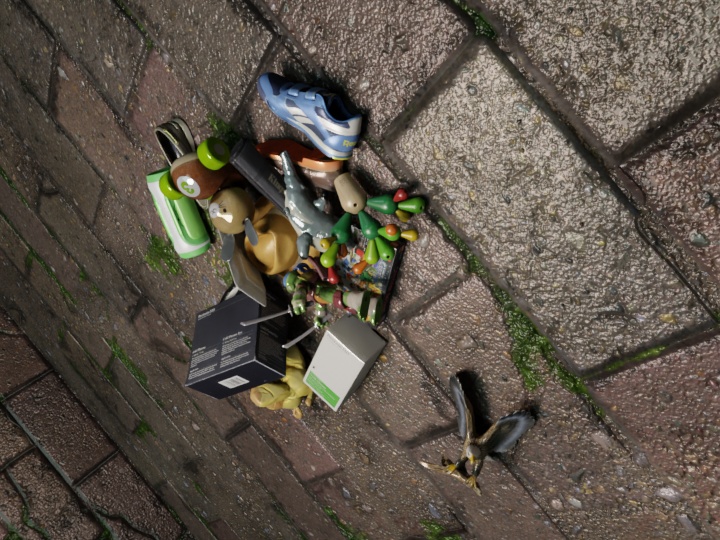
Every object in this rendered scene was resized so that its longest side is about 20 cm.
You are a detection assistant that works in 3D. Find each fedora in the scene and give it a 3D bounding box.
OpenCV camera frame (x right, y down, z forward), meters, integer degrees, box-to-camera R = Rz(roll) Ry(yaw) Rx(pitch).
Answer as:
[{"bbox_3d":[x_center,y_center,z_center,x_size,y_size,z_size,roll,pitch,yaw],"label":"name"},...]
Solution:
[{"bbox_3d":[-0.174,-0.054,1.045,0.200,0.082,0.202,19,128,27],"label":"fedora"}]

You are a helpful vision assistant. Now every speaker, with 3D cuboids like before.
[{"bbox_3d":[-0.414,-0.133,1.184,0.088,0.088,0.201,2,118,37],"label":"speaker"}]

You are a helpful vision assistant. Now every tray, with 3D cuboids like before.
[{"bbox_3d":[-0.243,-0.025,1.069,0.201,0.022,0.107,64,-172,33],"label":"tray"}]

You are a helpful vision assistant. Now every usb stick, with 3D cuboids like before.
[{"bbox_3d":[-0.153,-0.149,0.916,0.032,0.056,0.200,-8,141,36],"label":"usb stick"}]

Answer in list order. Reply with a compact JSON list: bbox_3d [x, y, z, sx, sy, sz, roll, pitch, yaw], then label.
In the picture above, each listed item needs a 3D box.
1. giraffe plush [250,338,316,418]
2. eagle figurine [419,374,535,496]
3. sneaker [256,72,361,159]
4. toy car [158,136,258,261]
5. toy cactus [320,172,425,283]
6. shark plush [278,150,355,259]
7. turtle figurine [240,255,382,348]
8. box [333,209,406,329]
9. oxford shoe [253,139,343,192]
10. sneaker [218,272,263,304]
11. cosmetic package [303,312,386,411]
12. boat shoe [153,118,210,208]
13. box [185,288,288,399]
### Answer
[{"bbox_3d":[-0.185,0.274,1.244,0.199,0.173,0.162,11,144,-9],"label":"giraffe plush"},{"bbox_3d":[0.219,0.307,0.961,0.151,0.151,0.201,14,99,-17],"label":"eagle figurine"},{"bbox_3d":[-0.078,-0.269,0.842,0.200,0.074,0.082,37,133,3],"label":"sneaker"},{"bbox_3d":[-0.265,-0.124,0.991,0.164,0.157,0.201,-24,83,35],"label":"toy car"},{"bbox_3d":[0.001,-0.085,0.853,0.200,0.102,0.166,-35,76,19],"label":"toy cactus"},{"bbox_3d":[-0.084,-0.116,0.908,0.083,0.091,0.201,-19,97,22],"label":"shark plush"},{"bbox_3d":[-0.071,0.080,0.943,0.193,0.200,0.144,8,137,25],"label":"turtle figurine"},{"bbox_3d":[0.000,0.000,0.975,0.136,0.038,0.201,30,132,21],"label":"box"},{"bbox_3d":[-0.120,-0.186,0.929,0.199,0.071,0.073,20,133,27],"label":"oxford shoe"},{"bbox_3d":[-0.253,0.048,1.202,0.087,0.076,0.200,33,134,-17],"label":"sneaker"},{"bbox_3d":[-0.037,0.194,1.098,0.107,0.085,0.201,39,136,15],"label":"cosmetic package"},{"bbox_3d":[-0.375,-0.221,1.113,0.072,0.060,0.203,-7,112,41],"label":"boat shoe"},{"bbox_3d":[-0.267,0.160,1.137,0.199,0.183,0.104,-22,141,24],"label":"box"}]
